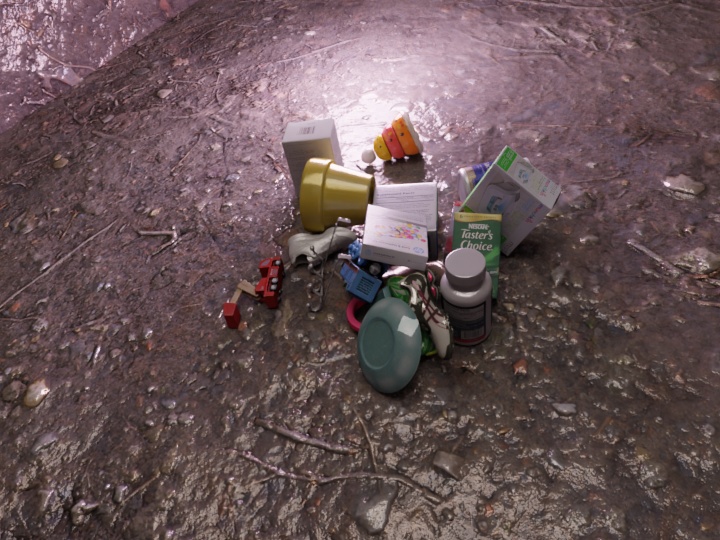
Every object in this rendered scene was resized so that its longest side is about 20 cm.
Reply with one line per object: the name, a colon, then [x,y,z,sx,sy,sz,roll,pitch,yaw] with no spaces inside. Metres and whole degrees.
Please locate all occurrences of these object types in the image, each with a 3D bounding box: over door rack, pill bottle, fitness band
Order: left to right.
over door rack: [-0.090,-0.020,1.528,0.065,0.202,0.151,18,40,-19]
fitness band: [0.062,0.104,1.475,0.193,0.038,0.146,1,45,12]
pill bottle: [0.236,0.056,1.361,0.115,0.204,0.122,-6,42,5]
pill bottle: [0.374,-0.244,1.695,0.193,0.118,0.118,-13,43,0]

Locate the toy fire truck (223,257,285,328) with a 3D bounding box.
toy fire truck: [-0.275,0.053,1.597,0.136,0.050,0.204,-6,44,8]

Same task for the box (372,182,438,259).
box: [0.121,-0.131,1.648,0.177,0.107,0.204,-2,45,10]

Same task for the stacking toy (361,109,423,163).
stacking toy: [0.090,-0.395,1.932,0.196,0.147,0.148,-29,42,9]

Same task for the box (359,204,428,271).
box: [0.081,-0.081,1.441,0.150,0.042,0.202,12,33,-2]

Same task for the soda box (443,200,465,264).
soda box: [0.260,-0.089,1.597,0.061,0.071,0.204,7,48,12]

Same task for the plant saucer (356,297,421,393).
plant saucer: [0.048,0.159,1.323,0.038,0.205,0.201,11,24,-43]

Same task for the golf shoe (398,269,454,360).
golf shoe: [0.145,0.102,1.331,0.085,0.078,0.206,-12,71,-12]

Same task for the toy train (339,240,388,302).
toy train: [0.000,0.000,1.478,0.117,0.085,0.200,-60,18,3]

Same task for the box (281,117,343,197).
box: [-0.137,-0.338,1.848,0.147,0.204,0.108,-3,45,10]

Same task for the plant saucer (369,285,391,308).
plant saucer: [0.061,0.138,1.379,0.019,0.070,0.205,10,53,-35]

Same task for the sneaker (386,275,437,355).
sneaker: [0.112,0.100,1.386,0.082,0.074,0.203,-16,67,-36]

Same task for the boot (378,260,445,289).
boot: [0.117,0.019,1.487,0.142,0.073,0.199,-10,9,-21]

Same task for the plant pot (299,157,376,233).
plant pot: [-0.056,-0.203,1.701,0.182,0.205,0.204,6,46,10]

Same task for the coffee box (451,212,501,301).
coffee box: [0.277,-0.035,1.475,0.119,0.044,0.208,5,83,12]

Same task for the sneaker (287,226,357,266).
sneaker: [-0.101,-0.057,1.664,0.193,0.076,0.102,-11,57,8]

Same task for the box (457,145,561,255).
box: [0.365,-0.170,1.517,0.175,0.201,0.097,39,52,3]
